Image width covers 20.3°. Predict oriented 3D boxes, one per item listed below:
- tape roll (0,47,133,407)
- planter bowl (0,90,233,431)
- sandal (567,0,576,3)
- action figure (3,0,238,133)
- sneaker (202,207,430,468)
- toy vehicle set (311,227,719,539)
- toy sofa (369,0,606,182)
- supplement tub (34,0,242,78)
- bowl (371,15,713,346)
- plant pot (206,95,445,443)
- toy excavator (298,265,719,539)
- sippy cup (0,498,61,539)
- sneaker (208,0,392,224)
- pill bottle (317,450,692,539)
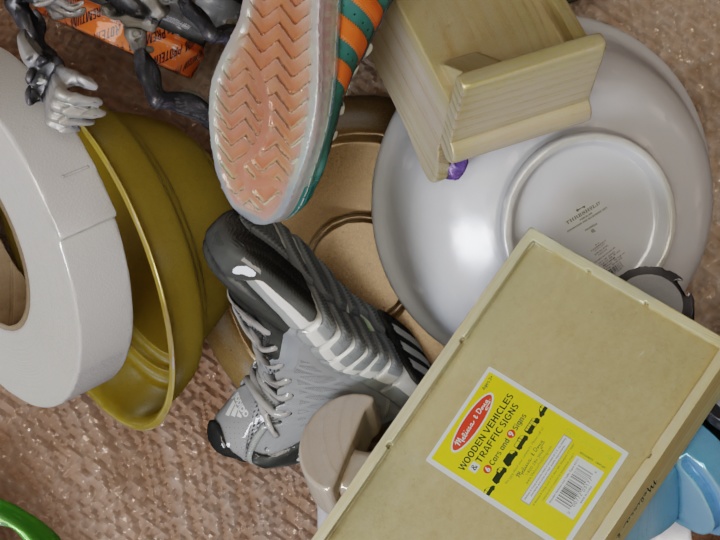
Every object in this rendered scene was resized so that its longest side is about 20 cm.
[{"bbox_3d":[-0.192,-0.024,1.082,0.037,0.203,0.204,-25,89,-31],"label":"tape roll"},{"bbox_3d":[-0.121,-0.020,1.101,0.083,0.200,0.202,-23,90,-27],"label":"planter bowl"},{"bbox_3d":[0.059,-0.157,1.111,0.199,0.080,0.058,-12,46,11],"label":"sandal"},{"bbox_3d":[-0.118,-0.130,1.001,0.199,0.102,0.119,29,108,-25],"label":"action figure"},{"bbox_3d":[-0.047,0.053,1.059,0.115,0.200,0.075,-36,48,13],"label":"sneaker"},{"bbox_3d":[0.078,0.091,0.975,0.124,0.027,0.201,32,82,27],"label":"toy vehicle set"},{"bbox_3d":[0.043,-0.152,1.040,0.082,0.098,0.201,-18,63,-16],"label":"toy sofa"},{"bbox_3d":[-0.098,-0.216,1.102,0.122,0.123,0.201,23,92,3],"label":"supplement tub"},{"bbox_3d":[0.110,-0.033,1.080,0.199,0.090,0.203,-2,102,-11],"label":"bowl"},{"bbox_3d":[0.000,0.000,1.148,0.198,0.027,0.202,0,92,4],"label":"plant pot"},{"bbox_3d":[0.094,0.090,1.026,0.200,0.100,0.194,-41,62,-17],"label":"toy excavator"},{"bbox_3d":[-0.238,0.218,1.124,0.130,0.140,0.178,42,137,-8],"label":"sippy cup"},{"bbox_3d":[-0.017,-0.120,0.971,0.071,0.080,0.202,26,115,34],"label":"sneaker"},{"bbox_3d":[0.078,0.152,1.102,0.198,0.112,0.113,-3,91,0],"label":"pill bottle"}]
